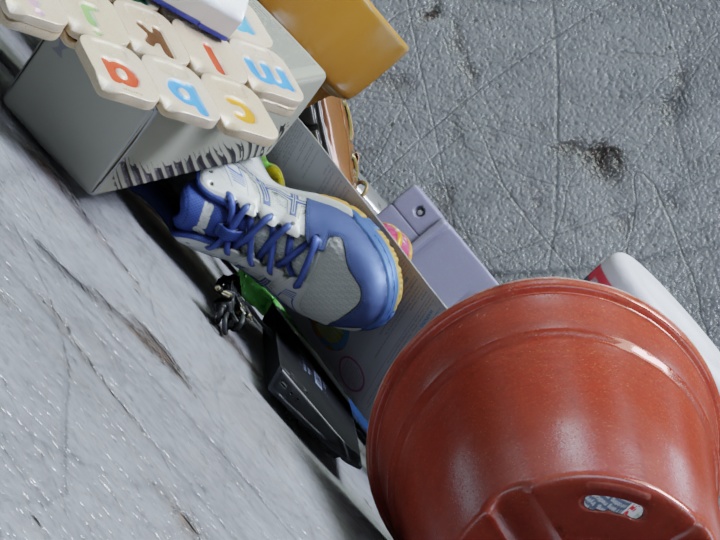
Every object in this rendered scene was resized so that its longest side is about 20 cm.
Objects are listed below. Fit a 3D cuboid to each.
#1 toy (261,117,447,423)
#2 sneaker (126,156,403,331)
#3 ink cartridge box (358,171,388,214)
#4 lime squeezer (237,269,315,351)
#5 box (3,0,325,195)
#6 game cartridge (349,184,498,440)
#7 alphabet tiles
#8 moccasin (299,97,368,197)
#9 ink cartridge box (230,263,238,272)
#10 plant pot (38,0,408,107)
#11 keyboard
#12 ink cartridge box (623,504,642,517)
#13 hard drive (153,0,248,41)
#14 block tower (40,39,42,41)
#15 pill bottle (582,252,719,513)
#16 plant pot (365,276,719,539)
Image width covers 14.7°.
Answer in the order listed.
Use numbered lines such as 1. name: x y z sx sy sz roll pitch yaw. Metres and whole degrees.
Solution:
1. toy: 0.000 0.000 1.678 0.047 0.115 0.200 -25 67 -40
2. sneaker: -0.067 -0.022 1.631 0.199 0.076 0.088 33 22 29
3. ink cartridge box: -0.049 -0.066 2.195 0.200 0.086 0.146 50 4 -11
4. lime squeezer: -0.035 0.020 1.760 0.200 0.038 0.070 49 30 20
5. box: -0.106 -0.103 1.560 0.082 0.068 0.200 46 26 14
6. game cartridge: 0.047 0.059 1.774 0.200 0.129 0.038 50 -3 20
7. alphabet tiles: -0.123 -0.138 1.495 0.199 0.015 0.196 16 31 -40
8. moccasin: -0.033 -0.071 2.010 0.078 0.073 0.203 -10 87 -63
9. ink cartridge box: -0.009 0.013 1.902 0.200 0.084 0.144 50 5 -14
10. plant pot: -0.101 -0.159 1.798 0.200 0.183 0.200 50 4 -4
11. keyboard: -0.047 0.051 1.632 0.127 0.021 0.200 50 3 -9
12. ink cartridge box: 0.122 0.124 1.869 0.084 0.145 0.200 53 6 27
13. hard drive: -0.144 -0.220 1.523 0.199 0.025 0.132 28 43 -19
14. block tower: -0.172 -0.177 1.615 0.058 0.054 0.201 -118 -170 -57
15. pill bottle: 0.120 0.097 1.667 0.120 0.200 0.120 46 10 -10
16. plant pot: 0.104 0.132 1.443 0.201 0.200 0.195 48 13 -17
